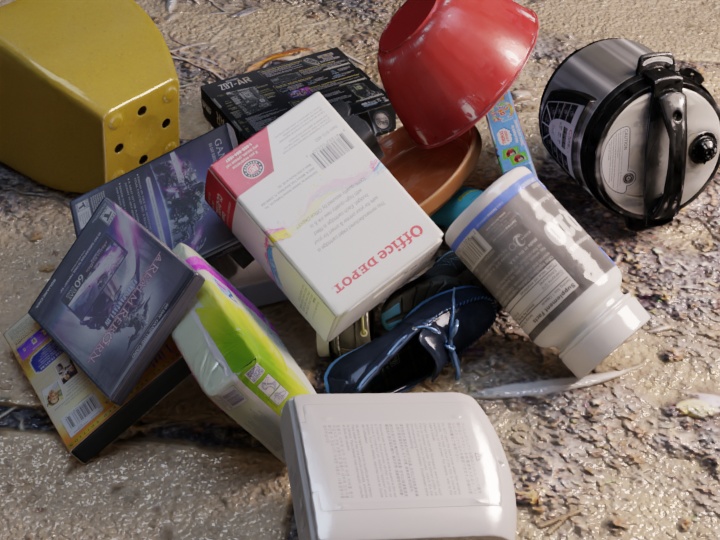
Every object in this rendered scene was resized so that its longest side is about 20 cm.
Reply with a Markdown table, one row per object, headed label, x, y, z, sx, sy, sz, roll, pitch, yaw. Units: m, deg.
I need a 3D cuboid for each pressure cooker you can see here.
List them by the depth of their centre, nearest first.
| label | x | y | z | sx | sy | sz | roll | pitch | yaw |
| --- | --- | --- | --- | --- | --- | --- | --- | --- | --- |
| pressure cooker | 0.310 | -0.157 | 1.708 | 0.179 | 0.176 | 0.200 | -46 | 32 | 7 |

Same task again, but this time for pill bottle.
| label | x | y | z | sx | sy | sz | roll | pitch | yaw |
| --- | --- | --- | --- | --- | --- | --- | --- | --- | --- |
| pill bottle | 0.188 | 0.004 | 1.522 | 0.200 | 0.114 | 0.114 | 48 | 53 | 8 |

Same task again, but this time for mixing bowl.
| label | x | y | z | sx | sy | sz | roll | pitch | yaw |
| --- | --- | --- | --- | --- | --- | --- | --- | --- | --- |
| mixing bowl | 0.091 | -0.248 | 1.699 | 0.200 | 0.108 | 0.201 | -39 | 27 | 24 |

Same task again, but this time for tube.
| label | x | y | z | sx | sy | sz | roll | pitch | yaw |
| --- | --- | --- | --- | --- | --- | --- | --- | --- | --- |
| tube | 0.091 | -0.077 | 1.719 | 0.077 | 0.051 | 0.200 | -16 | 20 | -27 |

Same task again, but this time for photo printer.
| label | x | y | z | sx | sy | sz | roll | pitch | yaw |
| --- | --- | --- | --- | --- | --- | --- | --- | --- | --- |
| photo printer | 0.037 | 0.186 | 1.348 | 0.198 | 0.070 | 0.167 | 0 | 50 | -17 |

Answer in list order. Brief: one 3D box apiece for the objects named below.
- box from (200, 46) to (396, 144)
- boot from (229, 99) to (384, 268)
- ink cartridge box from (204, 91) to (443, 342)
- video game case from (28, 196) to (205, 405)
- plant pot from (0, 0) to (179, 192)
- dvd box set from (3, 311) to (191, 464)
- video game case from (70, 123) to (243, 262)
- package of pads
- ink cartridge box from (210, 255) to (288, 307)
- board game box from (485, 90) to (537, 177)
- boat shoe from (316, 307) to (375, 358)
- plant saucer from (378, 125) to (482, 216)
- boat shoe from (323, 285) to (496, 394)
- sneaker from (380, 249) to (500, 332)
| label | x | y | z | sx | sy | sz | roll | pitch | yaw |
| --- | --- | --- | --- | --- | --- | --- | --- | --- | --- |
| box | -0.078 | -0.203 | 1.904 | 0.199 | 0.044 | 0.160 | -20 | 42 | -22 |
| boot | -0.092 | -0.118 | 1.647 | 0.200 | 0.066 | 0.165 | -42 | 56 | 1 |
| ink cartridge box | -0.038 | -0.052 | 1.515 | 0.145 | 0.083 | 0.200 | -36 | 78 | -21 |
| video game case | -0.240 | 0.025 | 1.473 | 0.143 | 0.019 | 0.200 | -56 | 41 | 1 |
| plant pot | -0.319 | -0.207 | 1.804 | 0.200 | 0.196 | 0.194 | 35 | 50 | 29 |
| dvd box set | -0.261 | 0.079 | 1.509 | 0.146 | 0.029 | 0.200 | -41 | 46 | -2 |
| video game case | -0.208 | -0.055 | 1.611 | 0.199 | 0.019 | 0.144 | -25 | 59 | 11 |
| package of pads | -0.115 | 0.083 | 1.454 | 0.068 | 0.155 | 0.200 | -40 | 43 | 3 |
| ink cartridge box | -0.132 | -0.006 | 1.657 | 0.199 | 0.042 | 0.120 | -15 | 40 | -13 |
| board game box | 0.176 | -0.112 | 1.695 | 0.036 | 0.152 | 0.201 | -17 | 37 | 8 |
| boat shoe | 0.000 | 0.002 | 1.590 | 0.060 | 0.072 | 0.203 | 5 | 58 | 11 |
| plant saucer | 0.051 | -0.102 | 1.718 | 0.199 | 0.032 | 0.201 | -28 | 29 | 17 |
| boat shoe | 0.062 | 0.088 | 1.508 | 0.199 | 0.085 | 0.069 | -35 | 28 | -18 |
| sneaker | 0.095 | 0.022 | 1.605 | 0.199 | 0.074 | 0.082 | -20 | 26 | -31 |
